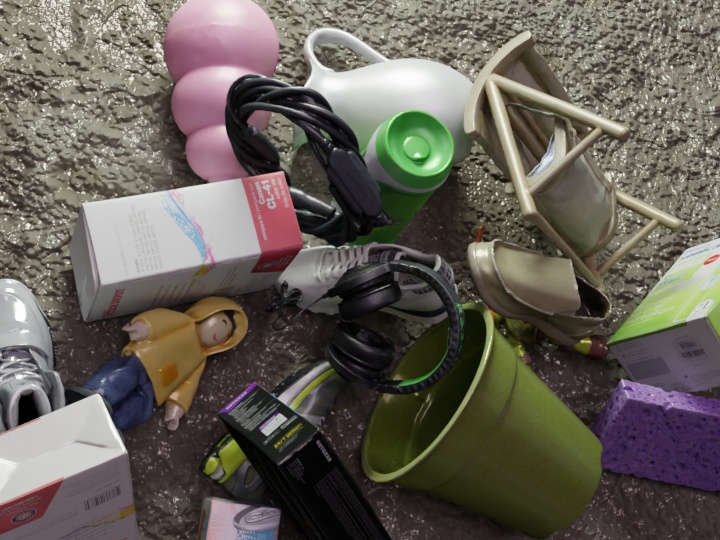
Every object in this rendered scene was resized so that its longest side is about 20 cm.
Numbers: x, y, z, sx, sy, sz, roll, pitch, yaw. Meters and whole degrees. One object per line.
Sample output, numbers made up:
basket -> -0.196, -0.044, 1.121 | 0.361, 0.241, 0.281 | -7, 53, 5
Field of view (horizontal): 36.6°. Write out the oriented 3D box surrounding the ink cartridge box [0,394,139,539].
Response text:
ink cartridge box -> -0.258, 0.206, 0.933 | 0.116, 0.201, 0.068 | -21, 55, -24

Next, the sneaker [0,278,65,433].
sneaker -> -0.308, 0.090, 0.989 | 0.074, 0.115, 0.202 | -8, 73, -21

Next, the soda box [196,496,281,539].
soda box -> -0.121, 0.309, 0.975 | 0.068, 0.064, 0.202 | 10, 80, -14

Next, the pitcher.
pitcher -> 0.027, -0.197, 1.212 | 0.198, 0.122, 0.173 | 6, 60, -3

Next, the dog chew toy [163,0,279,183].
dog chew toy -> -0.146, -0.186, 1.149 | 0.123, 0.124, 0.202 | 1, 78, -17

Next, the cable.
cable -> -0.060, -0.109, 1.055 | 0.200, 0.163, 0.051 | 50, 64, -23

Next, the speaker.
speaker -> 0.028, -0.086, 1.116 | 0.087, 0.200, 0.089 | 6, 68, -15

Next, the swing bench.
swing bench -> 0.215, -0.112, 1.165 | 0.130, 0.199, 0.201 | -40, 48, 9

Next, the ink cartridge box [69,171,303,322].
ink cartridge box -> -0.172, -0.021, 1.055 | 0.198, 0.148, 0.087 | -9, 78, -22

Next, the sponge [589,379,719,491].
sponge -> 0.346, 0.182, 1.169 | 0.198, 0.112, 0.030 | 12, 37, -14

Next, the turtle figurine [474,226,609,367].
turtle figurine -> 0.194, 0.045, 1.196 | 0.159, 0.064, 0.202 | 3, 69, -17

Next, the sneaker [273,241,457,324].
sneaker -> 0.000, 0.000, 1.110 | 0.198, 0.081, 0.077 | 3, 65, 16

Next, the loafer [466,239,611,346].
loafer -> 0.182, 0.014, 1.092 | 0.199, 0.068, 0.076 | 25, 46, -41

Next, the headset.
headset -> 0.005, 0.047, 1.048 | 0.198, 0.094, 0.125 | 8, 99, 16

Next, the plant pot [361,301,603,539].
plant pot -> 0.134, 0.167, 1.080 | 0.189, 0.200, 0.201 | 35, 63, -17

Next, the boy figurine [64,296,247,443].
boy figurine -> -0.185, 0.093, 1.040 | 0.200, 0.064, 0.125 | -38, 127, -41

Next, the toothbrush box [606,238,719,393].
toothbrush box -> 0.389, 0.043, 1.194 | 0.200, 0.145, 0.086 | -39, 98, -34

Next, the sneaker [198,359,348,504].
sneaker -> -0.064, 0.156, 1.077 | 0.200, 0.074, 0.081 | -40, 97, -21

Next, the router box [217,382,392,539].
router box -> -0.036, 0.207, 0.969 | 0.051, 0.149, 0.201 | -37, 114, -16
